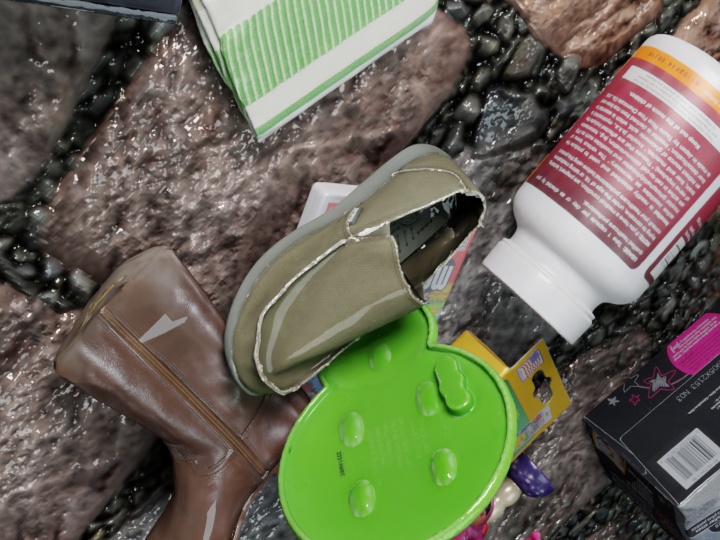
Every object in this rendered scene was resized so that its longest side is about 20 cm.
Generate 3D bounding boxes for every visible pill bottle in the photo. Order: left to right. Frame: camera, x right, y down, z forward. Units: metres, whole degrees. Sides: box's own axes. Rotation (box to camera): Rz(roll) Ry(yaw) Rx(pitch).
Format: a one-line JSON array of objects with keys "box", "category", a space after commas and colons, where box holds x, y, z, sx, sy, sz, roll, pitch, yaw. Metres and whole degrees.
[{"box": [0.179, -0.053, 0.867, 0.200, 0.113, 0.113, -49, 137, 3], "category": "pill bottle"}]

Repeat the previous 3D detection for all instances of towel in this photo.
[{"box": [-0.034, -0.183, 0.671, 0.152, 0.023, 0.201, -35, 135, -12], "category": "towel"}]

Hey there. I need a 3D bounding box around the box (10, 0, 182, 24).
[{"box": [-0.136, -0.216, 0.532, 0.158, 0.046, 0.201, 3, 119, -28], "category": "box"}]

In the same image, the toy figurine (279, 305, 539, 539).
[{"box": [0.050, 0.144, 0.807, 0.149, 0.201, 0.185, -23, 131, 10], "category": "toy figurine"}]

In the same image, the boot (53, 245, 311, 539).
[{"box": [-0.132, 0.101, 0.767, 0.187, 0.064, 0.200, -49, 134, -8], "category": "boot"}]

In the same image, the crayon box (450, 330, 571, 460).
[{"box": [0.062, 0.131, 0.941, 0.200, 0.052, 0.126, -43, 146, -6], "category": "crayon box"}]

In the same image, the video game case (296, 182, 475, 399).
[{"box": [-0.005, 0.037, 0.860, 0.142, 0.017, 0.201, 2, 120, -39], "category": "video game case"}]

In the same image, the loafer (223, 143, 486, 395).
[{"box": [0.000, 0.000, 0.760, 0.200, 0.069, 0.075, -46, 128, -15], "category": "loafer"}]

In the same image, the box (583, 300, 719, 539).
[{"box": [0.321, 0.134, 1.102, 0.200, 0.132, 0.115, -39, 135, -7], "category": "box"}]

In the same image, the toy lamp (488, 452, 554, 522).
[{"box": [0.069, 0.228, 1.035, 0.200, 0.058, 0.058, -43, 137, -7], "category": "toy lamp"}]
